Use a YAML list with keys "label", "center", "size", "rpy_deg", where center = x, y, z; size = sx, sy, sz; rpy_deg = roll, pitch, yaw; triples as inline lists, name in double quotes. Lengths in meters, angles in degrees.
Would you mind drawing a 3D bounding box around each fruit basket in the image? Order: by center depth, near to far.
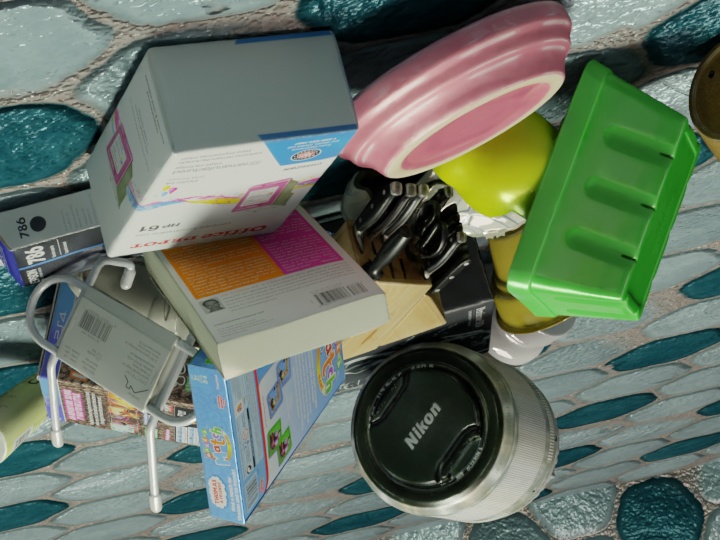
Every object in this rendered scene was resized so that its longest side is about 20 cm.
- label: "fruit basket"
  center: [0.154, -0.071, 1.655]
  size: [0.215, 0.216, 0.156]
  rpy_deg: [-19, 163, 13]

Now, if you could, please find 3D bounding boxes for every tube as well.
- label: "tube"
  center: [-0.321, 0.125, 1.978]
  size: [0.058, 0.052, 0.200]
  rpy_deg: [18, -152, 15]

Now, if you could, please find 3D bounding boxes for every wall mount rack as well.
- label: "wall mount rack"
  center: [-0.191, 0.091, 1.641]
  size: [0.075, 0.200, 0.174]
  rpy_deg: [14, 103, -60]

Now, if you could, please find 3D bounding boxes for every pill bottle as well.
- label: "pill bottle"
  center: [0.125, 0.060, 2.136]
  size: [0.114, 0.114, 0.200]
  rpy_deg: [0, 158, -43]

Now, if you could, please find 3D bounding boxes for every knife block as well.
- label: "knife block"
  center: [0.000, 0.000, 1.702]
  size: [0.200, 0.064, 0.176]
  rpy_deg: [-19, 150, 10]

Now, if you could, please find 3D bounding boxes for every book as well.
- label: "book"
  center: [-0.077, 0.005, 1.548]
  size: [0.133, 0.048, 0.200]
  rpy_deg: [-17, -151, -15]

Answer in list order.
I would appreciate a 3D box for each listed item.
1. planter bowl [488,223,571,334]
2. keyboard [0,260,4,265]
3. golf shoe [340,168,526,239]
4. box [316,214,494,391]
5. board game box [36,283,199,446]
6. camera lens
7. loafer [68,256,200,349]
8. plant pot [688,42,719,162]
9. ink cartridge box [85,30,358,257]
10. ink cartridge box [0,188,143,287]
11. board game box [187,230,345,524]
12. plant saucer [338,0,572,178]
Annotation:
- label: "planter bowl"
  center: [0.176, -0.042, 1.819]
  size: [0.200, 0.083, 0.200]
  rpy_deg: [-38, -161, 15]
- label: "keyboard"
  center: [-0.287, -0.020, 1.690]
  size: [0.200, 0.011, 0.056]
  rpy_deg: [-6, 157, -30]
- label: "golf shoe"
  center: [0.082, -0.072, 1.731]
  size: [0.200, 0.078, 0.097]
  rpy_deg: [-15, 158, -4]
- label: "box"
  center: [0.015, 0.025, 1.908]
  size: [0.196, 0.124, 0.200]
  rpy_deg: [-16, 164, -2]
- label: "board game box"
  center: [-0.187, 0.092, 1.864]
  size: [0.200, 0.097, 0.159]
  rpy_deg: [11, 162, -2]
- label: "camera lens"
  center: [0.092, 0.155, 1.907]
  size: [0.160, 0.160, 0.200]
  rpy_deg: [-20, 164, 17]
- label: "loafer"
  center: [-0.154, 0.032, 1.734]
  size: [0.200, 0.070, 0.070]
  rpy_deg: [22, 164, -21]
- label: "plant pot"
  center: [0.372, -0.121, 1.677]
  size: [0.200, 0.187, 0.186]
  rpy_deg: [19, 145, -40]
- label: "ink cartridge box"
  center: [-0.105, -0.090, 1.475]
  size: [0.144, 0.085, 0.200]
  rpy_deg: [-9, 164, -24]
- label: "ink cartridge box"
  center: [-0.226, -0.031, 1.635]
  size: [0.200, 0.039, 0.099]
  rpy_deg: [-14, 163, -7]
- label: "board game box"
  center: [-0.071, 0.081, 1.615]
  size: [0.037, 0.151, 0.200]
  rpy_deg: [10, -144, 22]
- label: "plant saucer"
  center: [0.073, -0.126, 1.492]
  size: [0.200, 0.051, 0.201]
  rpy_deg: [-27, 170, -5]
